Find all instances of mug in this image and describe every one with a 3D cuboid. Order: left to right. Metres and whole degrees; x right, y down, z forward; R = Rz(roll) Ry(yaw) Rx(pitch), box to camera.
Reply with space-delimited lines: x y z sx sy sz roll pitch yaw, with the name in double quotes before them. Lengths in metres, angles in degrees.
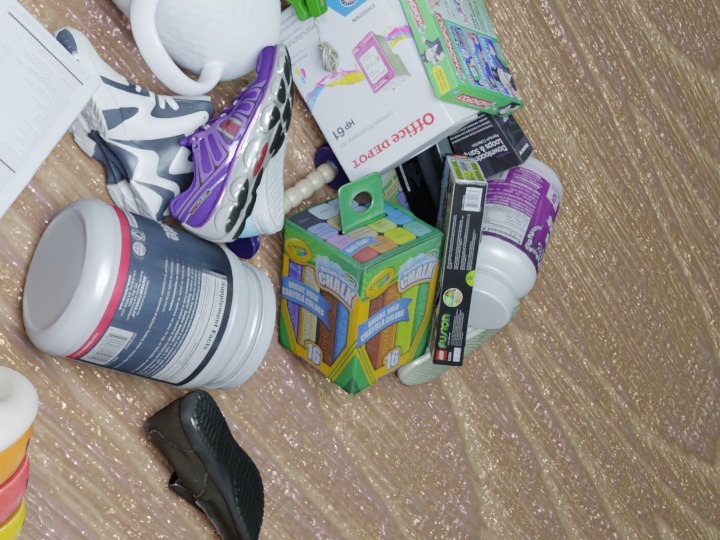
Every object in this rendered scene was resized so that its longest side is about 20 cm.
"mug" -0.160 -0.253 0.978 0.176 0.146 0.202 53 35 -43

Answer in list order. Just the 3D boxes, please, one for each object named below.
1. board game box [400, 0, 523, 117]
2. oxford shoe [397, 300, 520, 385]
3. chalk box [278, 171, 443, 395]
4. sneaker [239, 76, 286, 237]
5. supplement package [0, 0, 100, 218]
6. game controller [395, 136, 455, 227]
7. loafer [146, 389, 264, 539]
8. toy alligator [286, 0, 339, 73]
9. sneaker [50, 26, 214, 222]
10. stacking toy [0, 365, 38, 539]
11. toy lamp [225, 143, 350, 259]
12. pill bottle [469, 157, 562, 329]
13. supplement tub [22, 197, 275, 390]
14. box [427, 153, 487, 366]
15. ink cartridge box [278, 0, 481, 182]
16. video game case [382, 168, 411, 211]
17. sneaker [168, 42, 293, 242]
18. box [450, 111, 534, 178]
"board game box" 0.093 -0.262 1.088 0.134 0.029 0.202 2 65 -51
"oxford shoe" 0.113 0.076 1.289 0.199 0.075 0.058 -33 69 -29
"chalk box" 0.000 0.000 1.089 0.124 0.123 0.202 -25 133 -39
"sneaker" -0.123 -0.120 1.063 0.074 0.081 0.202 67 17 -49
"supplement package" -0.330 -0.111 0.856 0.114 0.109 0.201 46 60 -31
"game controller" 0.076 -0.114 1.194 0.042 0.104 0.202 -24 100 -21
"loafer" -0.153 0.202 1.043 0.073 0.071 0.202 -74 150 -56
"toy alligator" -0.065 -0.292 1.032 0.059 0.054 0.202 -44 132 -47
"sneaker" -0.206 -0.157 0.991 0.130 0.079 0.200 -46 118 -34
"stacking toy" -0.325 0.191 0.866 0.145 0.145 0.202 -28 126 -39
"toy lamp" -0.064 -0.084 1.131 0.200 0.058 0.059 -42 115 -34
"pill bottle" 0.169 -0.034 1.265 0.112 0.112 0.201 44 55 -32
"supplement tub" -0.191 0.028 0.956 0.199 0.140 0.142 21 75 -40
"box" 0.099 -0.012 1.113 0.034 0.110 0.202 4 110 -3
"ink cartridge box" 0.014 -0.212 1.103 0.201 0.144 0.085 59 34 -2
"video game case" 0.059 -0.041 1.263 0.200 0.022 0.183 -49 119 -31
"sneaker" -0.120 -0.128 0.971 0.081 0.083 0.202 86 26 -72
"box" 0.093 -0.190 1.195 0.036 0.142 0.201 -43 106 -36
